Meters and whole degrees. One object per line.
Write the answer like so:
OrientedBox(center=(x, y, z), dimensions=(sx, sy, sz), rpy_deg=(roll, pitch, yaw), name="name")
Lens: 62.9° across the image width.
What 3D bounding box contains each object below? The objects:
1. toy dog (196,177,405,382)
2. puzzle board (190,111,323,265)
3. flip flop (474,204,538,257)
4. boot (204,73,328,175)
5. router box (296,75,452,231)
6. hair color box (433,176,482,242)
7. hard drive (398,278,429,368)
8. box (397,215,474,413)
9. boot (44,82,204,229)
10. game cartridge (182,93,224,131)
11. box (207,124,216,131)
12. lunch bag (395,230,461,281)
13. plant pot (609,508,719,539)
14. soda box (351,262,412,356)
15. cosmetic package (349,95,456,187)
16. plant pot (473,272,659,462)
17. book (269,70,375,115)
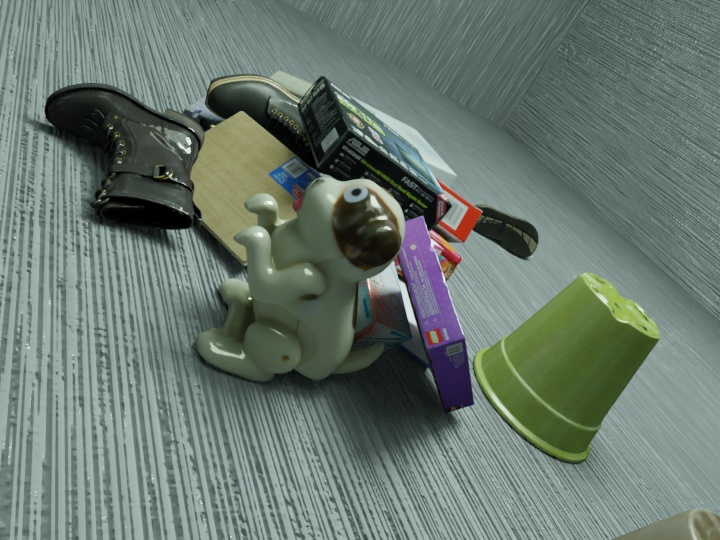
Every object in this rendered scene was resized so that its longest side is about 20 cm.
OrientedBox(center=(-0.037, 0.006, 0.551), dimensions=(0.192, 0.201, 0.140), rpy_deg=(32, 25, -5), name="toy dog")
OrientedBox(center=(-0.145, -0.108, 0.729), dimensions=(0.150, 0.018, 0.200), rpy_deg=(-38, 65, -24), name="puzzle board")
OrientedBox(center=(0.334, -0.099, 1.388), dimensions=(0.198, 0.082, 0.058), rpy_deg=(23, 12, -13), name="flip flop")
OrientedBox(center=(-0.110, -0.200, 0.820), dimensions=(0.197, 0.078, 0.139), rpy_deg=(6, 38, -26), name="boot")
OrientedBox(center=(0.018, -0.149, 0.776), dimensions=(0.199, 0.062, 0.151), rpy_deg=(29, 26, -37), name="router box")
OrientedBox(center=(0.113, -0.097, 0.993), dimensions=(0.101, 0.062, 0.200), rpy_deg=(33, -5, -13), name="hair color box")
OrientedBox(center=(0.029, 0.036, 0.794), dimensions=(0.199, 0.026, 0.132), rpy_deg=(37, 24, 4), name="hard drive")
OrientedBox(center=(0.080, 0.056, 0.631), dimensions=(0.201, 0.038, 0.138), rpy_deg=(68, 7, -58), name="box")
OrientedBox(center=(-0.266, -0.123, 0.652), dimensions=(0.197, 0.070, 0.176), rpy_deg=(10, 44, -14), name="boot")
OrientedBox(center=(-0.160, -0.216, 0.913), dimensions=(0.197, 0.039, 0.130), rpy_deg=(21, 25, -4), name="game cartridge")
OrientedBox(center=(-0.141, -0.109, 0.793), dimensions=(0.070, 0.065, 0.200), rpy_deg=(-1, 44, -53), name="box")
OrientedBox(center=(0.054, -0.053, 0.911), dimensions=(0.199, 0.082, 0.176), rpy_deg=(35, 8, -5), name="lunch bag")
OrientedBox(center=(0.230, 0.279, 0.436), dimensions=(0.198, 0.175, 0.201), rpy_deg=(29, 24, -14), name="plant pot")
OrientedBox(center=(0.000, 0.000, 0.702), dimensions=(0.068, 0.063, 0.202), rpy_deg=(26, 41, -42), name="soda box")
OrientedBox(center=(0.052, -0.223, 1.179), dimensions=(0.197, 0.124, 0.201), rpy_deg=(16, 29, -36), name="cosmetic package")
OrientedBox(center=(0.286, 0.112, 0.788), dimensions=(0.198, 0.191, 0.201), rpy_deg=(27, 26, -14), name="plant pot")
OrientedBox(center=(-0.066, -0.236, 0.991), dimensions=(0.198, 0.135, 0.048), rpy_deg=(27, 54, 21), name="book")
